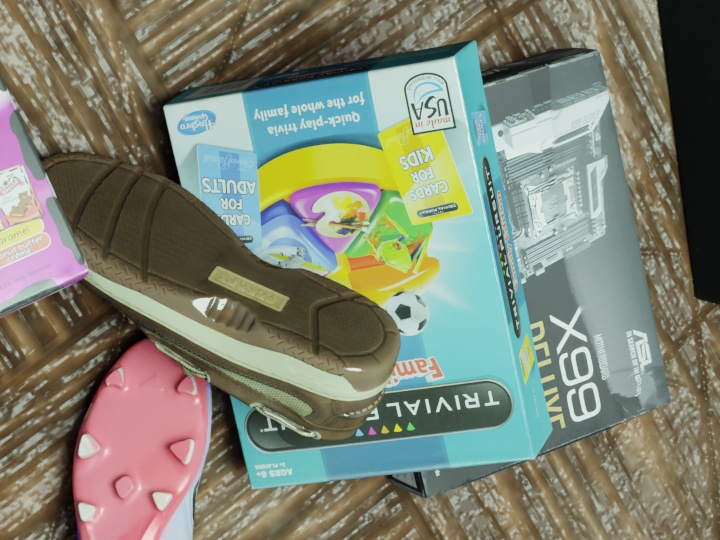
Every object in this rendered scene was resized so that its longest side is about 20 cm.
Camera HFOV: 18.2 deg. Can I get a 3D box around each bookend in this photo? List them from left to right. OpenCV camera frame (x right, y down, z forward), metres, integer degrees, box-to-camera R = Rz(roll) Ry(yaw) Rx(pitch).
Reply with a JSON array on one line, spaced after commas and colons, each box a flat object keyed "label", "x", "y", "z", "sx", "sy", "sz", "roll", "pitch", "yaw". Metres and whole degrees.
[{"label": "bookend", "x": 0.253, "y": -0.076, "z": 1.177, "sx": 0.092, "sy": 0.199, "sz": 0.201, "roll": -14, "pitch": 102, "yaw": -21}]

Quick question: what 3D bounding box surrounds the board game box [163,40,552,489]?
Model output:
[{"label": "board game box", "x": 0.000, "y": 0.000, "z": 1.100, "sx": 0.150, "sy": 0.047, "sz": 0.201, "roll": -8, "pitch": 103, "yaw": 19}]

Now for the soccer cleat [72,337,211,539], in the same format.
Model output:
[{"label": "soccer cleat", "x": -0.108, "y": 0.133, "z": 1.113, "sx": 0.066, "sy": 0.076, "sz": 0.201, "roll": 3, "pitch": 80, "yaw": 8}]

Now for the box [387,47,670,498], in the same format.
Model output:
[{"label": "box", "x": 0.070, "y": -0.001, "z": 1.181, "sx": 0.157, "sy": 0.050, "sz": 0.201, "roll": -18, "pitch": 103, "yaw": -22}]

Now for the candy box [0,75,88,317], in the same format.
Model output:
[{"label": "candy box", "x": -0.225, "y": -0.060, "z": 0.995, "sx": 0.136, "sy": 0.061, "sz": 0.201, "roll": -24, "pitch": 92, "yaw": -17}]

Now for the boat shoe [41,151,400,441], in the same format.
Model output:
[{"label": "boat shoe", "x": -0.080, "y": 0.020, "z": 1.069, "sx": 0.075, "sy": 0.202, "sz": 0.075, "roll": -45, "pitch": 160, "yaw": -42}]
